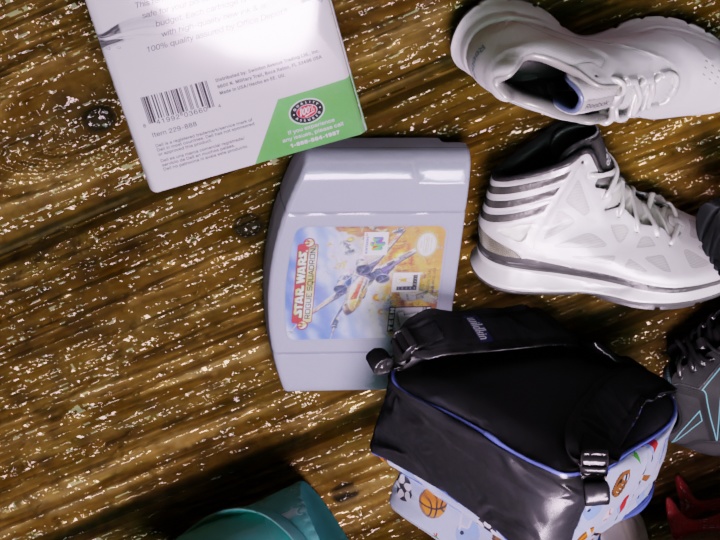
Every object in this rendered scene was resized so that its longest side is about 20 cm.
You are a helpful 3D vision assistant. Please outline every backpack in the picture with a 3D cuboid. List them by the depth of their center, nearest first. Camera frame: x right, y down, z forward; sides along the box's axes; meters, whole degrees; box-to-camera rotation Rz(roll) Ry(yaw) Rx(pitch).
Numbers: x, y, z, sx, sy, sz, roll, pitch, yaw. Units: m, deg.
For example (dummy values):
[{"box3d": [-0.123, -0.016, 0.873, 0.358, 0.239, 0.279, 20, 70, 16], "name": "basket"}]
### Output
[{"box3d": [0.123, 0.119, 1.689, 0.190, 0.200, 0.154, -25, 140, -45], "name": "backpack"}]

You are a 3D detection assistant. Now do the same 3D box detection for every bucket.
[{"box3d": [-0.056, 0.259, 1.760, 0.135, 0.207, 0.207, -31, 125, 3], "name": "bucket"}]

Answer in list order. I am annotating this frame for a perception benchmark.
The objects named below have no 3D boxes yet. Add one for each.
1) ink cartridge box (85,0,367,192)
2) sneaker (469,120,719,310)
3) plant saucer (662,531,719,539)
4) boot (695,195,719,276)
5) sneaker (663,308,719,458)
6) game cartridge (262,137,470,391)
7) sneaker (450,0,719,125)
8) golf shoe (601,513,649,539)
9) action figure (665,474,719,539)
[{"box3d": [-0.092, -0.167, 1.520, 0.146, 0.084, 0.200, -15, 126, 0], "name": "ink cartridge box"}, {"box3d": [0.180, -0.041, 1.664, 0.200, 0.076, 0.115, 1, 126, -8], "name": "sneaker"}, {"box3d": [0.305, 0.208, 1.796, 0.200, 0.200, 0.035, -11, 90, -3], "name": "plant saucer"}, {"box3d": [0.342, 0.006, 1.641, 0.168, 0.200, 0.076, -21, 158, -18], "name": "boot"}, {"box3d": [0.262, 0.067, 1.745, 0.079, 0.075, 0.200, 10, 135, -3], "name": "sneaker"}, {"box3d": [0.000, 0.000, 1.686, 0.133, 0.042, 0.200, -3, 125, -13], "name": "game cartridge"}, {"box3d": [0.160, -0.122, 1.597, 0.200, 0.087, 0.075, 3, 122, -14], "name": "sneaker"}, {"box3d": [0.198, 0.234, 1.853, 0.075, 0.092, 0.200, -37, 122, 17], "name": "golf shoe"}, {"box3d": [0.327, 0.159, 1.802, 0.200, 0.065, 0.052, -8, 102, 21], "name": "action figure"}]
